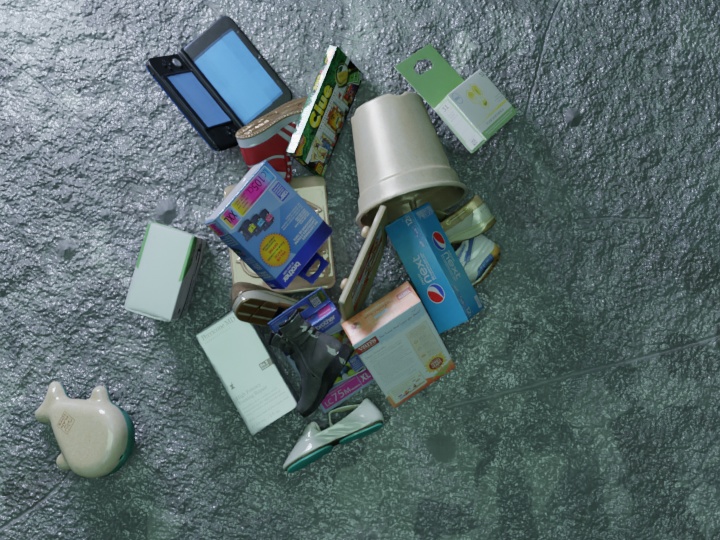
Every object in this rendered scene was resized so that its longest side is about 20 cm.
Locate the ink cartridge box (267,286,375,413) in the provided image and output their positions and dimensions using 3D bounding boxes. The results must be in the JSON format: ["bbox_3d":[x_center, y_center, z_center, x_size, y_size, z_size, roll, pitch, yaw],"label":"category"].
[{"bbox_3d":[-0.063,0.140,1.610,0.118,0.042,0.202,-32,116,-1],"label":"ink cartridge box"}]

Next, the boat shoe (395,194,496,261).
[{"bbox_3d":[0.138,-0.074,1.609,0.197,0.074,0.067,-23,100,30],"label":"boat shoe"}]

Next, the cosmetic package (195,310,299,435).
[{"bbox_3d":[-0.197,0.172,1.636,0.101,0.074,0.202,-32,90,-1],"label":"cosmetic package"}]

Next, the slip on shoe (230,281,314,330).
[{"bbox_3d":[-0.140,0.071,1.616,0.197,0.061,0.077,17,116,-34],"label":"slip on shoe"}]

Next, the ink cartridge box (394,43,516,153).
[{"bbox_3d":[0.168,-0.313,1.616,0.201,0.145,0.048,49,132,-1],"label":"ink cartridge box"}]

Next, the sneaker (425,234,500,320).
[{"bbox_3d":[0.159,0.018,1.650,0.088,0.075,0.201,40,88,19],"label":"sneaker"}]

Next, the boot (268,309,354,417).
[{"bbox_3d":[-0.097,0.150,1.546,0.130,0.070,0.201,34,133,3],"label":"boot"}]

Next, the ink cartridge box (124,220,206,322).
[{"bbox_3d":[-0.325,0.002,1.576,0.083,0.200,0.149,16,90,-3],"label":"ink cartridge box"}]

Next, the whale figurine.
[{"bbox_3d":[-0.478,0.276,1.633,0.198,0.104,0.161,27,90,25],"label":"whale figurine"}]

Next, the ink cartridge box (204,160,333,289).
[{"bbox_3d":[-0.142,-0.063,1.566,0.200,0.076,0.137,45,73,-18],"label":"ink cartridge box"}]

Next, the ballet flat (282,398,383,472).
[{"bbox_3d":[-0.055,0.287,1.645,0.197,0.069,0.071,-26,89,-5],"label":"ballet flat"}]

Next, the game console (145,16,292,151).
[{"bbox_3d":[-0.244,-0.330,1.626,0.118,0.171,0.201,-41,89,26],"label":"game console"}]

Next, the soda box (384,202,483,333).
[{"bbox_3d":[0.123,-0.005,1.558,0.067,0.064,0.203,-27,90,38],"label":"soda box"}]

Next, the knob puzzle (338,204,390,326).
[{"bbox_3d":[0.000,0.000,1.573,0.030,0.220,0.224,20,89,9],"label":"knob puzzle"}]

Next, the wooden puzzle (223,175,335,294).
[{"bbox_3d":[-0.143,-0.059,1.656,0.181,0.046,0.205,-6,85,-1],"label":"wooden puzzle"}]

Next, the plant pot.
[{"bbox_3d":[0.066,-0.193,1.598,0.196,0.201,0.187,-15,78,0],"label":"plant pot"}]

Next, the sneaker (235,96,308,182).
[{"bbox_3d":[-0.124,-0.226,1.642,0.198,0.071,0.114,-31,123,-27],"label":"sneaker"}]

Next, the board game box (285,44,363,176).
[{"bbox_3d":[-0.060,-0.276,1.621,0.023,0.104,0.204,16,81,34],"label":"board game box"}]

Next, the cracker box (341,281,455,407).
[{"bbox_3d":[0.067,0.128,1.572,0.133,0.201,0.058,-32,46,-1],"label":"cracker box"}]
